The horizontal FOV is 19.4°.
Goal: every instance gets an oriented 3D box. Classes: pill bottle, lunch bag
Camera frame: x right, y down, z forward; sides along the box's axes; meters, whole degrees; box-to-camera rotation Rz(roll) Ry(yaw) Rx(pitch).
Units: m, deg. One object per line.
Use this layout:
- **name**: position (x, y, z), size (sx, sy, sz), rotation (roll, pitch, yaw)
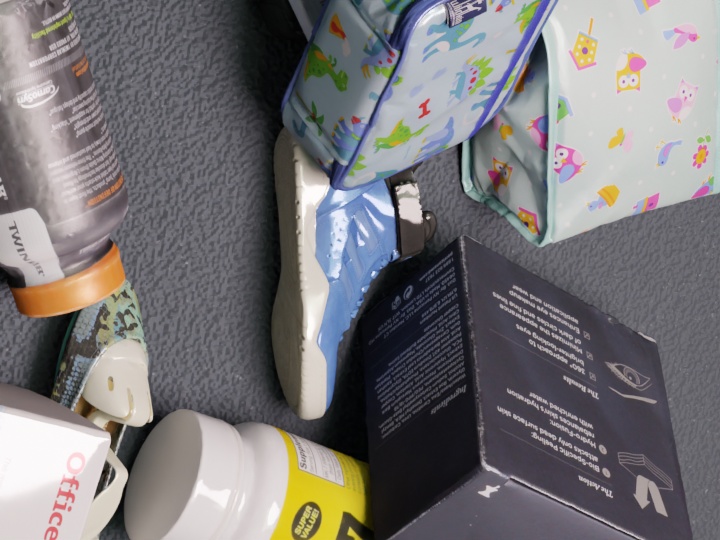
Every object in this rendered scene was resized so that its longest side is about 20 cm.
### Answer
- **pill bottle**: position (-0.051, 0.169, 1.413), size (0.199, 0.114, 0.115), rotation (24, 87, -30)
- **lunch bag**: position (0.164, -0.140, 1.467), size (0.170, 0.122, 0.201), rotation (-18, 123, -26)
- **lunch bag**: position (0.046, -0.148, 1.336), size (0.160, 0.200, 0.083), rotation (-27, 68, -35)
- **pill bottle**: position (-0.205, -0.075, 1.286), size (0.106, 0.106, 0.201), rotation (-24, 109, -24)

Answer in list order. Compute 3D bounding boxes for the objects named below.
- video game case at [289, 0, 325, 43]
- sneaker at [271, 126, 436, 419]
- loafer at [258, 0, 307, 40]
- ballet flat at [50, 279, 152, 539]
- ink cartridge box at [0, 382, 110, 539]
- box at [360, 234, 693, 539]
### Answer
- **video game case**: position (0.021, -0.251, 1.375), size (0.200, 0.018, 0.144), rotation (-28, 96, -22)
- **sneaker**: position (0.000, 0.000, 1.434), size (0.111, 0.077, 0.201), rotation (-2, 93, -20)
- **loafer**: position (0.019, -0.213, 1.413), size (0.200, 0.068, 0.071), rotation (-22, 110, -24)
- **ballet flat**: position (-0.169, 0.106, 1.358), size (0.074, 0.074, 0.201), rotation (16, 93, -31)
- **ink cartridge box**: position (-0.280, 0.130, 1.254), size (0.199, 0.146, 0.147), rotation (18, 89, -31)
- **box**: position (0.111, 0.115, 1.439), size (0.196, 0.117, 0.201), rotation (28, 40, -30)
